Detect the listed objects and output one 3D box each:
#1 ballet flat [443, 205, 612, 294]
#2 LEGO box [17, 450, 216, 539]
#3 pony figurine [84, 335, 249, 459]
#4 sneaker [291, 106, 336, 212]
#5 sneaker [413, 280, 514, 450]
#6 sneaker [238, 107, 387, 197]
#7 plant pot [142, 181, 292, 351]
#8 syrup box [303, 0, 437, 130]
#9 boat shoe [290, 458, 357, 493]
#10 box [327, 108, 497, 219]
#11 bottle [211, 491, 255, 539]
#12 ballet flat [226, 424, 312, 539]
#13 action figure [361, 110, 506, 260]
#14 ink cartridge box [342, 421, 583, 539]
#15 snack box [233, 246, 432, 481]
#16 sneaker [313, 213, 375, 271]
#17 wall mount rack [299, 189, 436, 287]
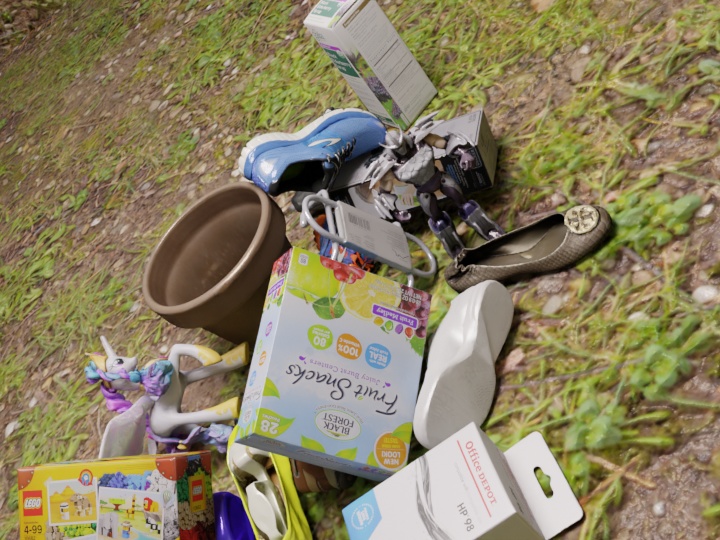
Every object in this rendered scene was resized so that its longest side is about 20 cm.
[{"bbox_3d":[0.180,-0.026,1.062,0.199,0.046,0.068,-21,43,27],"label":"ballet flat"},{"bbox_3d":[-0.255,0.274,1.010,0.199,0.077,0.150,-9,82,21],"label":"LEGO box"},{"bbox_3d":[-0.237,0.174,1.155,0.199,0.167,0.194,-2,85,6],"label":"pony figurine"},{"bbox_3d":[-0.065,-0.161,1.400,0.090,0.066,0.201,-19,46,25],"label":"sneaker"},{"bbox_3d":[0.095,0.104,1.010,0.088,0.075,0.200,-16,38,50],"label":"sneaker"},{"bbox_3d":[-0.046,-0.135,1.183,0.199,0.079,0.089,-24,55,-25],"label":"sneaker"},{"bbox_3d":[-0.146,0.018,1.212,0.200,0.175,0.201,-24,40,23],"label":"plant pot"},{"bbox_3d":[0.016,-0.299,1.347,0.082,0.200,0.079,-50,38,-9],"label":"syrup box"},{"bbox_3d":[-0.061,0.147,1.050,0.074,0.076,0.201,-22,62,17],"label":"boat shoe"},{"bbox_3d":[0.067,-0.126,1.204,0.199,0.060,0.117,-16,27,19],"label":"box"},{"bbox_3d":[-0.212,0.323,1.069,0.200,0.065,0.084,-31,47,17],"label":"bottle"},{"bbox_3d":[-0.106,0.229,1.031,0.067,0.067,0.200,-37,50,9],"label":"ballet flat"},{"bbox_3d":[0.085,-0.094,1.087,0.130,0.200,0.069,-35,38,12],"label":"action figure"},{"bbox_3d":[0.090,0.225,0.886,0.200,0.067,0.116,-36,37,10],"label":"ink cartridge box"},{"bbox_3d":[-0.024,0.098,0.985,0.068,0.168,0.201,-33,42,60],"label":"snack box"},{"bbox_3d":[-0.015,-0.013,1.209,0.078,0.075,0.201,-23,43,17],"label":"sneaker"},{"bbox_3d":[0.000,0.000,1.107,0.075,0.199,0.174,-43,40,34],"label":"wall mount rack"}]
